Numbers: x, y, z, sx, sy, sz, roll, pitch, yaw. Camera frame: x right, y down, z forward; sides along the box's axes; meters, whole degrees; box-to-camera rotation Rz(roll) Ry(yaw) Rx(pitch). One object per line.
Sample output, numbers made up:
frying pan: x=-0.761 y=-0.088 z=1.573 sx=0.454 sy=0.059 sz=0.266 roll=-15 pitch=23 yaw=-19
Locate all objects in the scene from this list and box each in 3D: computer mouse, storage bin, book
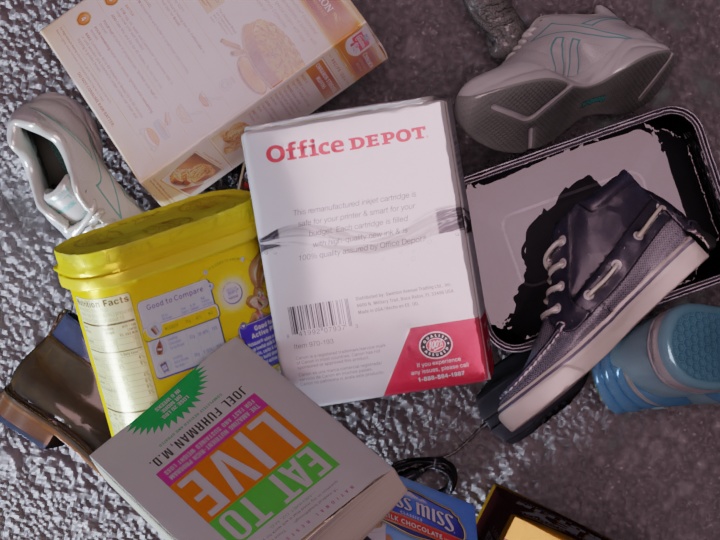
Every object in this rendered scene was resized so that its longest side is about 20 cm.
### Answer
computer mouse: x=0.089 y=0.122 z=1.707 sx=0.200 sy=0.034 sz=0.059 roll=-39 pitch=92 yaw=1
storage bin: x=0.169 y=-0.031 z=1.675 sx=0.200 sy=0.094 sz=0.135 roll=-19 pitch=91 yaw=0
book: x=-0.076 y=0.136 z=1.492 sx=0.134 sy=0.200 sz=0.048 roll=-41 pitch=131 yaw=-13

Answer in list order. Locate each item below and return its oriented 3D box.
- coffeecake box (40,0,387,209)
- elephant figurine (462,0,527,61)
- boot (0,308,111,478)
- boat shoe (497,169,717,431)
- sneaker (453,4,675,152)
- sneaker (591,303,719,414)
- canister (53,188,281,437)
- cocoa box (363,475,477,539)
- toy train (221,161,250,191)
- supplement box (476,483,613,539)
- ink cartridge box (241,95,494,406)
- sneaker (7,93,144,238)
coffeecake box: x=-0.107 y=-0.166 z=1.655 sx=0.200 sy=0.073 sz=0.154 roll=-35 pitch=68 yaw=1
elephant figurine: x=0.092 y=-0.277 z=1.665 sx=0.200 sy=0.155 sz=0.142 roll=32 pitch=55 yaw=-11
boot: x=-0.169 y=0.111 z=1.686 sx=0.200 sy=0.075 sz=0.097 roll=27 pitch=94 yaw=1
boat shoe: x=0.152 y=0.018 z=1.601 sx=0.200 sy=0.075 sz=0.093 roll=-43 pitch=84 yaw=-7
sneaker: x=0.136 y=-0.143 z=1.651 sx=0.200 sy=0.070 sz=0.080 roll=-18 pitch=53 yaw=-38
sneaker: x=0.259 y=0.072 z=1.691 sx=0.200 sy=0.131 sz=0.080 roll=15 pitch=70 yaw=-35
canister: x=-0.123 y=0.059 z=1.615 sx=0.148 sy=0.087 sz=0.200 roll=-20 pitch=105 yaw=-24
cocoa box: x=-0.024 y=0.241 z=1.548 sx=0.133 sy=0.131 sz=0.200 roll=24 pitch=130 yaw=-24
toy train: x=-0.077 y=-0.077 z=1.690 sx=0.046 sy=0.034 sz=0.200 roll=11 pitch=86 yaw=30
supplement box: x=0.119 y=0.279 z=1.627 sx=0.133 sy=0.200 sz=0.197 roll=26 pitch=91 yaw=-1
ink cartridge box: x=0.007 y=-0.015 z=1.574 sx=0.145 sy=0.083 sz=0.200 roll=-9 pitch=95 yaw=8
sneaker: x=-0.200 y=-0.038 z=1.668 sx=0.070 sy=0.080 sz=0.200 roll=-36 pitch=91 yaw=16
